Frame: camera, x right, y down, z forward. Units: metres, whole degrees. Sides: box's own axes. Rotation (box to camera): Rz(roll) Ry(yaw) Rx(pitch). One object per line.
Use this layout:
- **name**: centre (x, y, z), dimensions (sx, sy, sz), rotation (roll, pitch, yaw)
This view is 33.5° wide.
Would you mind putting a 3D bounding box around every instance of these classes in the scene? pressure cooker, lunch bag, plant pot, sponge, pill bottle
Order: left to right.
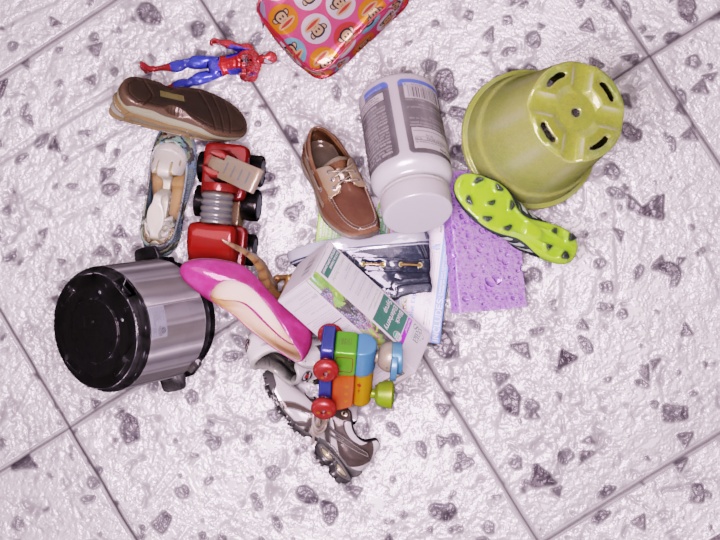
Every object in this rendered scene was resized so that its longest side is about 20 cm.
- **pressure cooker**: centre (-0.300, 0.074, 1.663), dimensions (0.178, 0.200, 0.176), rotation (36, 114, 25)
- **lunch bag**: centre (-0.048, -0.392, 1.698), dimensions (0.200, 0.082, 0.176), rotation (-42, 85, 3)
- **pill bottle**: centre (0.064, -0.159, 1.635), dimensions (0.113, 0.114, 0.201), rotation (-10, 60, 5)
- **sponge**: centre (0.172, -0.043, 1.675), dimensions (0.111, 0.030, 0.201), rotation (-3, 88, -24)
- **plant pot**: centre (0.255, -0.193, 1.592), dimensions (0.200, 0.184, 0.201), rotation (1, 84, -11)

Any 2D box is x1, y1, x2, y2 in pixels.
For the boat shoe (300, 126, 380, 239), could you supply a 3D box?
- **boat shoe**: centre (-0.033, -0.123, 1.654), dimensions (0.076, 0.072, 0.200), rotation (-22, 52, -17)

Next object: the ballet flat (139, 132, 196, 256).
- **ballet flat**: centre (-0.279, -0.119, 1.725), dimensions (0.074, 0.074, 0.201), rotation (4, 88, 6)

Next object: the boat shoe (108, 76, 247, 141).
- **boat shoe**: centre (-0.261, -0.219, 1.703), dimensions (0.200, 0.076, 0.072), rotation (16, 52, -30)

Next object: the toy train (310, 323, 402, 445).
- **toy train**: centre (-0.006, 0.166, 1.596), dimensions (0.115, 0.085, 0.200), rotation (5, 129, 1)

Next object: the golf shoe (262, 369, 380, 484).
- **golf shoe**: centre (-0.056, 0.204, 1.694), dimensions (0.094, 0.078, 0.200), rotation (-40, 96, 0)

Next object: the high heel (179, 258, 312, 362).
- **high heel**: centre (-0.155, 0.054, 1.602), dimensions (0.200, 0.096, 0.067), rotation (30, 122, -18)

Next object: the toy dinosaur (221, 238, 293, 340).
- **toy dinosaur**: centre (-0.127, 0.028, 1.669), dimensions (0.106, 0.200, 0.060), rotation (-29, 45, -32)

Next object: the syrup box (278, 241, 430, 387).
- **syrup box**: centre (-0.006, 0.065, 1.616), dimensions (0.200, 0.079, 0.081), rotation (42, 132, -15)

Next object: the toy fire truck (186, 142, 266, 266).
- **toy fire truck**: centre (-0.184, -0.091, 1.648), dimensions (0.128, 0.200, 0.177), rotation (6, 89, 6)

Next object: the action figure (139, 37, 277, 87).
- **action figure**: centre (-0.220, -0.294, 1.713), dimensions (0.199, 0.099, 0.065), rotation (-10, 88, 2)

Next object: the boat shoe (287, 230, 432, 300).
- **boat shoe**: centre (0.000, 0.000, 1.651), dimensions (0.200, 0.071, 0.091), rotation (-7, 86, 5)

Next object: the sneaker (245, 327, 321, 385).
- **sneaker**: centre (-0.064, 0.130, 1.668), dimensions (0.199, 0.089, 0.074), rotation (9, 130, -7)

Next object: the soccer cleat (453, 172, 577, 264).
- **soccer cleat**: centre (0.204, -0.064, 1.634), dimensions (0.200, 0.081, 0.068), rotation (31, 76, -12)

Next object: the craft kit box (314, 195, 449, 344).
- **craft kit box**: centre (0.029, -0.004, 1.705), dimensions (0.197, 0.049, 0.201), rotation (8, 89, 3)
